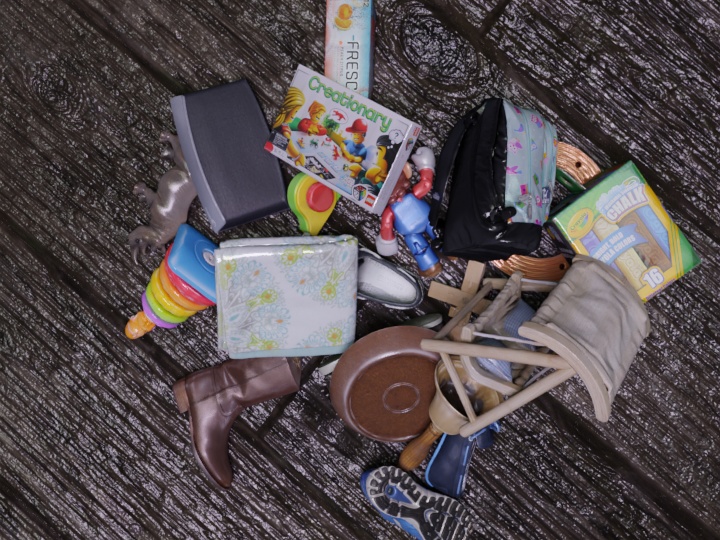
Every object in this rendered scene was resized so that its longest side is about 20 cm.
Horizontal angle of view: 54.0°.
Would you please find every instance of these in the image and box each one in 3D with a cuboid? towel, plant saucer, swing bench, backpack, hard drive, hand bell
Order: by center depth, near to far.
[{"bbox_3d":[0.214,0.080,0.840,0.198,0.198,0.132,-19,101,40],"label":"swing bench"},{"bbox_3d":[0.180,-0.119,0.929,0.125,0.166,0.204,13,79,-31],"label":"backpack"},{"bbox_3d":[0.101,0.221,0.965,0.103,0.104,0.201,33,126,4],"label":"hand bell"},{"bbox_3d":[-0.101,0.038,0.972,0.196,0.048,0.174,-3,120,-10],"label":"towel"},{"bbox_3d":[0.056,0.170,0.988,0.196,0.035,0.204,-4,121,-6],"label":"plant saucer"},{"bbox_3d":[-0.184,-0.170,1.018,0.133,0.042,0.204,-19,92,-20],"label":"hard drive"}]

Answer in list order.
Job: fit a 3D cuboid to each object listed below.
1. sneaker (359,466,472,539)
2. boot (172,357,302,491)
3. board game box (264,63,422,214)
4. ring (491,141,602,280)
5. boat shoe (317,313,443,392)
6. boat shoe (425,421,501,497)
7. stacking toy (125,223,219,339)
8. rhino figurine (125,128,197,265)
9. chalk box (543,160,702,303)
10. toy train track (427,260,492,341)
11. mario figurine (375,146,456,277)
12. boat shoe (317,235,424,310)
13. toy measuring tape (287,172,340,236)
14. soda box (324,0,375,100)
[{"bbox_3d":[0.080,0.343,1.025,0.199,0.089,0.079,41,73,-13],"label":"sneaker"},{"bbox_3d":[-0.160,0.206,1.050,0.197,0.064,0.189,-24,91,2],"label":"boot"},{"bbox_3d":[-0.028,-0.179,0.952,0.198,0.034,0.128,32,104,24],"label":"board game box"},{"bbox_3d":[0.258,-0.084,1.010,0.196,0.019,0.205,0,92,7],"label":"ring"},{"bbox_3d":[0.037,0.124,1.018,0.199,0.072,0.061,-25,94,15],"label":"boat shoe"},{"bbox_3d":[0.164,0.229,1.008,0.068,0.084,0.203,29,110,23],"label":"boat shoe"},{"bbox_3d":[-0.282,0.042,1.041,0.199,0.117,0.109,-40,117,22],"label":"stacking toy"},{"bbox_3d":[-0.292,-0.099,1.048,0.086,0.060,0.203,28,94,6],"label":"rhino figurine"},{"bbox_3d":[0.323,-0.060,0.932,0.123,0.125,0.202,-34,91,6],"label":"chalk box"},{"bbox_3d":[0.145,0.083,1.020,0.113,0.032,0.204,19,103,22],"label":"toy train track"},{"bbox_3d":[0.067,-0.096,1.015,0.123,0.106,0.201,-40,100,-30],"label":"mario figurine"},{"bbox_3d":[0.000,0.000,1.020,0.196,0.060,0.077,17,94,5],"label":"boat shoe"},{"bbox_3d":[-0.090,-0.076,1.011,0.073,0.074,0.202,32,82,4],"label":"toy measuring tape"},{"bbox_3d":[-0.015,-0.281,1.009,0.067,0.064,0.204,2,94,7],"label":"soda box"}]
